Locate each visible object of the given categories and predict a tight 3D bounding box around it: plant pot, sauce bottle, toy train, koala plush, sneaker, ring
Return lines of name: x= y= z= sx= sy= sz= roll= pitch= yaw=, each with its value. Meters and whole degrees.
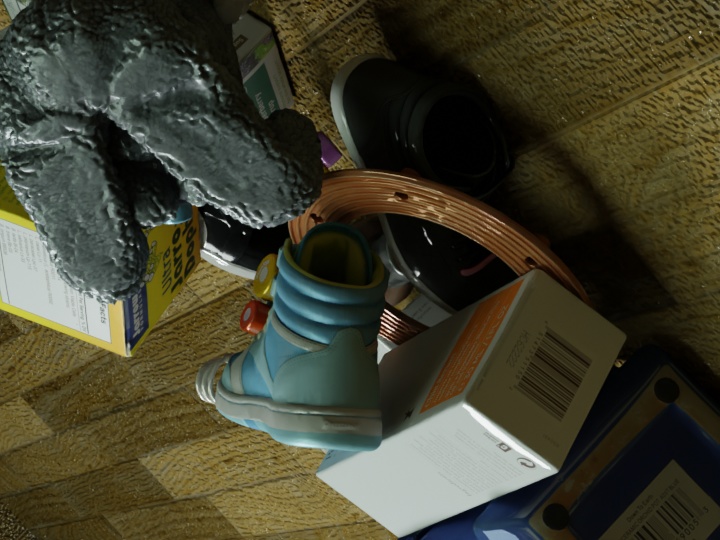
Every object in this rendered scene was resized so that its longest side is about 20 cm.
plant pot: x=0.160 y=0.173 z=1.500 sx=0.200 sy=0.200 sz=0.180 roll=46 pitch=156 yaw=1
sauce bottle: x=0.000 y=0.000 z=1.676 sx=0.065 sy=0.065 sz=0.200 roll=48 pitch=159 yaw=-5
toy train: x=-0.078 y=-0.021 z=1.588 sx=0.056 sy=0.150 sz=0.200 roll=-137 pitch=31 yaw=-65
koala plush: x=-0.125 y=-0.122 z=1.452 sx=0.184 sy=0.177 sz=0.200 roll=57 pitch=-159 yaw=-27
sneaker: x=0.059 y=-0.037 z=1.463 sx=0.099 sy=0.071 sz=0.200 roll=21 pitch=146 yaw=58
sneaker: x=-0.031 y=0.034 z=1.475 sx=0.200 sy=0.080 sz=0.131 roll=-168 pitch=82 yaw=-68
sneaker: x=-0.098 y=-0.072 z=1.727 sx=0.200 sy=0.073 sz=0.112 roll=42 pitch=151 yaw=-15
ring: x=0.050 y=0.001 z=1.458 sx=0.200 sy=0.019 sz=0.200 roll=22 pitch=153 yaw=12

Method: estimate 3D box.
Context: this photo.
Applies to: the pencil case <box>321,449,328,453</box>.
pencil case: x=0.009 y=0.130 z=1.895 sx=0.200 sy=0.078 sz=0.089 roll=41 pitch=-179 yaw=14

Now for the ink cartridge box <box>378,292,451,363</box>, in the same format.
ink cartridge box: x=0.096 y=0.110 z=1.691 sx=0.200 sy=0.067 sz=0.116 roll=44 pitch=161 yaw=9

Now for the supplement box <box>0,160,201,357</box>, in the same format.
supplement box: x=-0.224 y=-0.041 z=1.714 sx=0.200 sy=0.110 sz=0.109 roll=20 pitch=140 yaw=17

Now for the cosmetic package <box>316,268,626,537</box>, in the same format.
cosmetic package: x=0.062 y=0.081 z=1.454 sx=0.071 sy=0.101 sz=0.200 roll=37 pitch=151 yaw=-12

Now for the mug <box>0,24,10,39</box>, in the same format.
mug: x=-0.214 y=-0.071 z=1.853 sx=0.200 sy=0.133 sz=0.178 roll=52 pitch=-164 yaw=-29

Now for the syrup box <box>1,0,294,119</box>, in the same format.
syrup box: x=-0.144 y=-0.154 z=1.641 sx=0.200 sy=0.081 sz=0.079 roll=32 pitch=158 yaw=29
